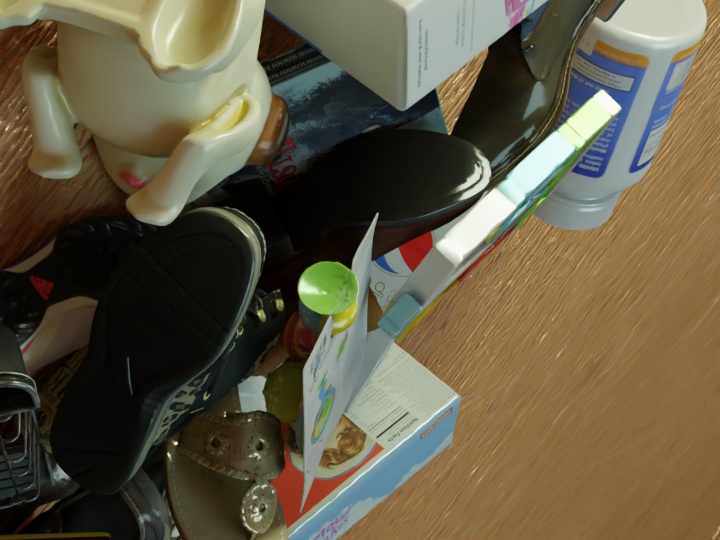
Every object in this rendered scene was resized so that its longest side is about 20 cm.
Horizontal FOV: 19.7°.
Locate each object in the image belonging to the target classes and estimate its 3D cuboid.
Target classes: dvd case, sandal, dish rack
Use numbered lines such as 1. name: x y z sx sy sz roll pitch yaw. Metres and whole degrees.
1. dvd case: -0.048 -0.081 1.260 0.199 0.022 0.146 -22 154 -2
2. sandal: -0.085 0.101 1.328 0.077 0.212 0.070 2 142 -29
3. dish rack: -0.245 0.102 1.145 0.153 0.055 0.200 -9 148 -6

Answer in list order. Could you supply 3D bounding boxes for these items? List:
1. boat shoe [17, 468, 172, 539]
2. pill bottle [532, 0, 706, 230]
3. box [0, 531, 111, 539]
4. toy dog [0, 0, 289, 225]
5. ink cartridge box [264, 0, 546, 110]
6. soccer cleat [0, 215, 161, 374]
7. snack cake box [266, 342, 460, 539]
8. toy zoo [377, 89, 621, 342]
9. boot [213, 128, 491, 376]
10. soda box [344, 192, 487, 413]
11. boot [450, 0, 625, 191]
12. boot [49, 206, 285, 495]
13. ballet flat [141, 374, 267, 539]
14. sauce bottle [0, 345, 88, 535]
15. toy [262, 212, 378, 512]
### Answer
1. boat shoe: -0.190 0.189 1.355 0.073 0.075 0.200 -33 173 -41
2. pill bottle: 0.183 -0.131 1.590 0.112 0.112 0.200 -30 150 -40
3. box: -0.262 0.227 1.267 0.199 0.049 0.160 2 137 -33
4. toy dog: -0.107 -0.117 1.091 0.200 0.139 0.195 84 18 -58
5. ink cartridge box: 0.044 -0.205 1.185 0.200 0.144 0.085 -39 151 -26
6. soccer cleat: -0.185 0.024 1.218 0.200 0.068 0.073 -25 165 -43
7. snack cake box: -0.033 0.136 1.581 0.200 0.115 0.067 -37 152 -30
8. toy zoo: 0.078 -0.025 1.331 0.200 0.020 0.131 -43 174 -26
9. boot: 0.000 0.000 1.341 0.188 0.069 0.200 -24 153 -4
10. soda box: 0.017 0.000 1.514 0.200 0.068 0.064 -58 179 17
11. boot: 0.092 -0.147 1.303 0.097 0.075 0.201 28 94 -50
12. boot: -0.089 0.023 1.184 0.204 0.073 0.154 -57 170 33
13. ballet flat: -0.107 0.122 1.484 0.200 0.073 0.073 -56 156 10
14. sauce bottle: -0.183 0.099 1.319 0.200 0.065 0.065 -49 157 -7
15. toy: -0.030 0.055 1.281 0.200 0.047 0.115 101 12 -60
